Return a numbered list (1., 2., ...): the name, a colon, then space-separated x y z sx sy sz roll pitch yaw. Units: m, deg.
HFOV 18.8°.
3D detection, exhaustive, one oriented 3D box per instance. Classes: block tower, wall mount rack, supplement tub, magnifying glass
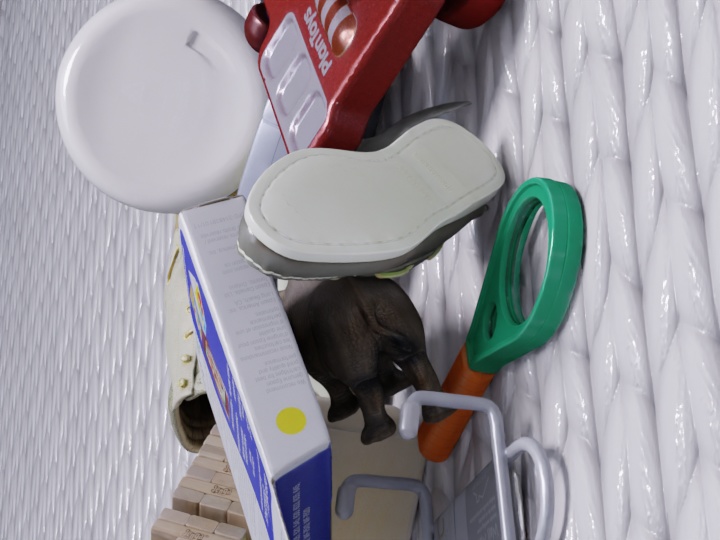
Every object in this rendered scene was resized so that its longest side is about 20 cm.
1. block tower: -0.067 0.124 1.313 0.200 0.054 0.058 -59 -22 -52
2. wall mount rack: 0.032 0.163 1.078 0.200 0.074 0.174 123 149 -58
3. supplement tub: -0.120 -0.110 1.470 0.200 0.144 0.145 -34 -48 -87
4. magnifying glass: 0.069 0.032 1.115 0.200 0.022 0.080 117 155 -45

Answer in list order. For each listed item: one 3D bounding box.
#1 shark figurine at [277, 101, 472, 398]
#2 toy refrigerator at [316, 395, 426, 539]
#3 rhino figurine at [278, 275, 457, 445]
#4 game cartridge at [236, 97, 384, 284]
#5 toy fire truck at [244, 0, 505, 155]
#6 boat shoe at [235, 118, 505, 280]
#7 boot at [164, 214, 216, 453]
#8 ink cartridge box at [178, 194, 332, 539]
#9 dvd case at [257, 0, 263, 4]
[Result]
1. shark figurine: -0.007 -0.021 1.293 0.128 0.089 0.215 30 128 27
2. toy refrigerator: -0.020 0.180 1.261 0.076 0.070 0.201 -137 57 -71
3. rhino figurine: -0.011 0.035 1.190 0.088 0.060 0.200 65 167 -12
4. game cartridge: -0.037 -0.054 1.377 0.133 0.041 0.201 -45 -26 -60
5. toy fire truck: -0.013 -0.169 1.234 0.168 0.112 0.200 -54 36 27
6. boat shoe: 0.001 -0.025 1.103 0.072 0.201 0.060 48 124 14
7. boot: -0.111 0.027 1.656 0.200 0.072 0.155 108 163 -47
8. ink cartridge box: -0.044 0.094 1.121 0.198 0.047 0.201 93 158 -61
9. dvd case: -0.038 -0.209 1.465 0.200 0.025 0.151 66 -153 -73
